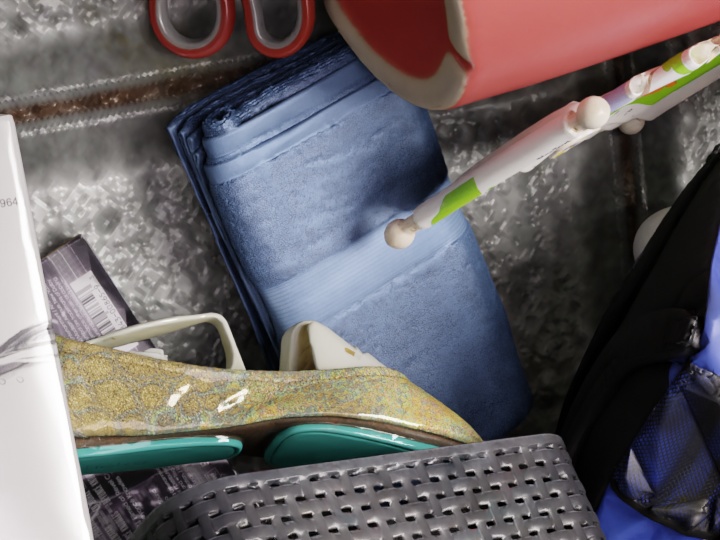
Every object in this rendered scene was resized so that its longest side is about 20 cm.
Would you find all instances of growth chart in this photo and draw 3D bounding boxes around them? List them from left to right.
[{"bbox_3d":[0.114,-0.071,0.843,0.200,0.145,0.018,-26,86,-44],"label":"growth chart"}]

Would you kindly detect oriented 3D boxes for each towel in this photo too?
[{"bbox_3d":[0.000,0.000,0.870,0.111,0.048,0.201,-29,109,-18],"label":"towel"}]

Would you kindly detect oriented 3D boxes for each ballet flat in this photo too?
[{"bbox_3d":[-0.043,0.051,0.808,0.199,0.071,0.071,2,98,-16],"label":"ballet flat"}]

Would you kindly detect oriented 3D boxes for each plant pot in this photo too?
[{"bbox_3d":[0.073,-0.166,0.790,0.177,0.200,0.201,-28,110,-18],"label":"plant pot"}]

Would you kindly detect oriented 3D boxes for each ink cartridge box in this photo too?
[{"bbox_3d":[-0.163,0.053,0.722,0.084,0.145,0.201,-10,89,-23],"label":"ink cartridge box"}]

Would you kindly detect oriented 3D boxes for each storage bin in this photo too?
[{"bbox_3d":[-0.002,0.144,0.781,0.199,0.135,0.094,-4,60,-37],"label":"storage bin"}]

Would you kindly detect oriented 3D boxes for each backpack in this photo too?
[{"bbox_3d":[0.168,0.084,0.861,0.167,0.163,0.200,31,124,2],"label":"backpack"}]

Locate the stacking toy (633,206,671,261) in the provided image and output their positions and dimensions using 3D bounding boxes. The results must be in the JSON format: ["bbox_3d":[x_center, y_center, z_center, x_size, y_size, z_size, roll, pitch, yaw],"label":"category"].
[{"bbox_3d":[0.225,0.015,0.958,0.199,0.146,0.147,17,92,-8],"label":"stacking toy"}]

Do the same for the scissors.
[{"bbox_3d":[-0.073,-0.181,0.805,0.073,0.014,0.201,-11,104,17],"label":"scissors"}]

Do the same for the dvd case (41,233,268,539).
[{"bbox_3d":[-0.157,0.101,0.808,0.200,0.016,0.149,-35,96,-17],"label":"dvd case"}]
